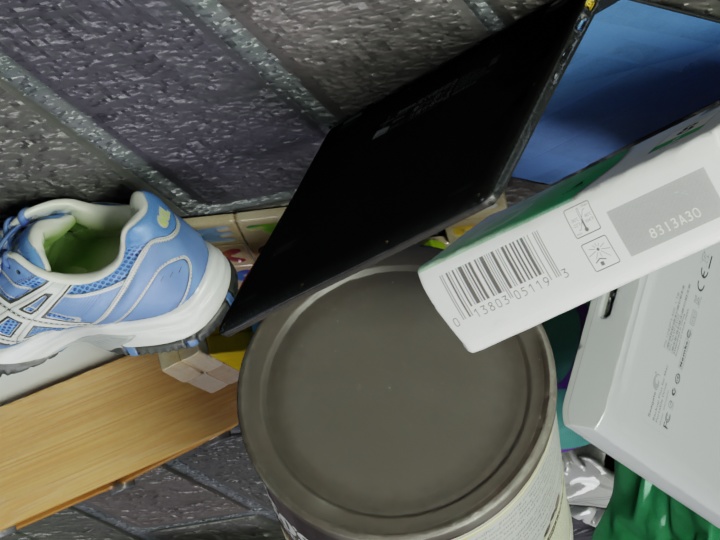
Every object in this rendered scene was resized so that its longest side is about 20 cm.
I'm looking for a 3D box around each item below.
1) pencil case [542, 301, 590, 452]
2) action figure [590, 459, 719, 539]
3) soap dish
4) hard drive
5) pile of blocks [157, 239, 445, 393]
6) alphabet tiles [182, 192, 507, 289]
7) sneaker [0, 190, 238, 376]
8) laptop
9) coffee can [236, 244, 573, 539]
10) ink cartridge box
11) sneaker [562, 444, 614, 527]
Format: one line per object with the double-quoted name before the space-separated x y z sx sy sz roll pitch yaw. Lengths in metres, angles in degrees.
"pencil case" 0.096 0.060 1.508 0.200 0.085 0.092 -21 -167 37
"action figure" 0.188 0.092 1.532 0.055 0.201 0.118 -18 -145 -40
"soap dish" -0.171 0.091 1.460 0.200 0.081 0.157 -22 176 -39
"hard drive" 0.171 0.046 1.396 0.026 0.132 0.200 8 164 34
"pile of blocks" -0.010 0.012 1.388 0.199 0.062 0.082 -3 150 -27
"alphabet tiles" 0.000 0.000 1.446 0.167 0.008 0.200 -6 161 6
"sneaker" -0.161 0.001 1.343 0.199 0.076 0.077 -11 138 20
"laptop" 0.069 -0.036 1.197 0.116 0.200 0.187 42 142 -18
"coffee can" 0.027 0.096 1.338 0.146 0.147 0.200 -6 154 5
"ink cartridge box" 0.137 -0.045 1.197 0.161 0.050 0.200 -27 -172 36
"sneaker" 0.110 0.126 1.754 0.199 0.075 0.081 -5 155 -23
